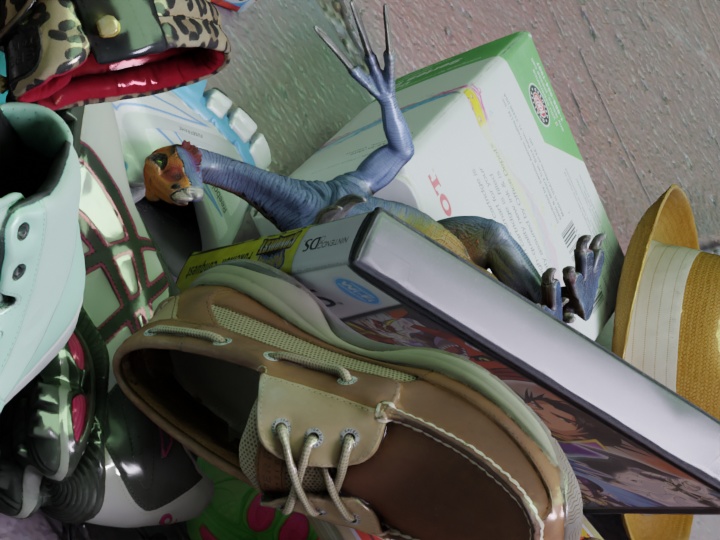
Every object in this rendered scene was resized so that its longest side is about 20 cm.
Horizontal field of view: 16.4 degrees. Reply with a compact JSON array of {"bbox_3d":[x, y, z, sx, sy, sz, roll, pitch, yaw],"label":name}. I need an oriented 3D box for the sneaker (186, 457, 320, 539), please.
[{"bbox_3d":[0.014,0.113,1.064,0.200,0.077,0.084,35,39,-33],"label":"sneaker"}]

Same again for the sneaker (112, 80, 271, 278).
[{"bbox_3d":[-0.118,-0.068,1.067,0.200,0.075,0.087,38,39,-26],"label":"sneaker"}]

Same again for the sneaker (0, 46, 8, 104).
[{"bbox_3d":[-0.206,-0.102,0.968,0.199,0.084,0.121,18,63,-12],"label":"sneaker"}]

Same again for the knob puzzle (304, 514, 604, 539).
[{"bbox_3d":[0.073,0.127,0.933,0.219,0.031,0.220,30,16,-10],"label":"knob puzzle"}]

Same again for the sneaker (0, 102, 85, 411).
[{"bbox_3d":[-0.156,0.027,0.828,0.074,0.118,0.201,22,50,11],"label":"sneaker"}]

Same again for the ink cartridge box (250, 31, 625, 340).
[{"bbox_3d":[0.044,-0.009,1.187,0.146,0.087,0.200,66,26,-13],"label":"ink cartridge box"}]

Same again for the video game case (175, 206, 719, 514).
[{"bbox_3d":[0.042,0.043,0.994,0.200,0.181,0.026,32,72,-20],"label":"video game case"}]

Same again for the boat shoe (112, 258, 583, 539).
[{"bbox_3d":[-0.010,0.062,0.883,0.072,0.200,0.076,-26,126,-38],"label":"boat shoe"}]

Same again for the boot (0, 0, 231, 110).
[{"bbox_3d":[-0.126,-0.134,0.860,0.200,0.073,0.151,-7,77,-57],"label":"boot"}]

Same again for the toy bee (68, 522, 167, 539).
[{"bbox_3d":[-0.026,0.162,0.926,0.200,0.109,0.131,51,32,-7],"label":"toy bee"}]

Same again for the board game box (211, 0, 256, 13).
[{"bbox_3d":[-0.105,-0.215,1.198,0.200,0.105,0.103,16,48,-47],"label":"board game box"}]

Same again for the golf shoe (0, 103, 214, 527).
[{"bbox_3d":[-0.105,0.012,0.988,0.088,0.077,0.201,17,54,-29],"label":"golf shoe"}]

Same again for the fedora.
[{"bbox_3d":[0.182,0.058,1.270,0.201,0.082,0.201,2,90,-70],"label":"fedora"}]

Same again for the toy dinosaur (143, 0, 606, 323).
[{"bbox_3d":[0.000,0.000,1.037,0.105,0.181,0.201,-53,145,-49],"label":"toy dinosaur"}]
